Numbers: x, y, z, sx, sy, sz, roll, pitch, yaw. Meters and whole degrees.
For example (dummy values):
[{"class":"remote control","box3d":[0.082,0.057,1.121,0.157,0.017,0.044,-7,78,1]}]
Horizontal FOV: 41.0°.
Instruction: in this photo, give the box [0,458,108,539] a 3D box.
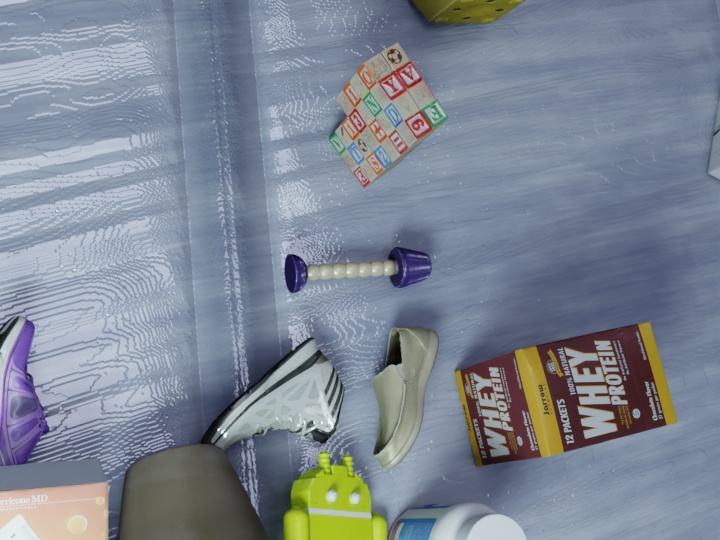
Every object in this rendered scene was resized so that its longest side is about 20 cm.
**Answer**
[{"class":"box","box3d":[-0.334,0.312,1.016,0.123,0.097,0.202,-1,94,-22]}]

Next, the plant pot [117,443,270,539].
[{"class":"plant pot","box3d":[-0.192,0.297,1.073,0.198,0.200,0.175,-7,62,-23]}]

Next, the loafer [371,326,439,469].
[{"class":"loafer","box3d":[0.046,0.160,1.257,0.068,0.076,0.201,24,59,-13]}]

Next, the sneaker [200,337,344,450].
[{"class":"sneaker","box3d":[-0.095,0.184,1.188,0.200,0.076,0.116,-40,91,-28]}]

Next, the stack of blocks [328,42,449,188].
[{"class":"stack of blocks","box3d":[0.025,-0.198,1.269,0.058,0.200,0.116,-35,90,-23]}]

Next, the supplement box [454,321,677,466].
[{"class":"supplement box","box3d":[0.263,0.166,1.269,0.198,0.197,0.134,-9,79,-23]}]

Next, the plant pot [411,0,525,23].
[{"class":"plant pot","box3d":[0.160,-0.475,1.411,0.192,0.195,0.202,-5,87,-23]}]

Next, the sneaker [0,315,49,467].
[{"class":"sneaker","box3d":[-0.391,0.152,1.091,0.083,0.080,0.202,10,81,-33]}]

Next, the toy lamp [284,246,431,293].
[{"class":"toy lamp","box3d":[0.000,0.000,1.287,0.198,0.058,0.059,-5,78,-21]}]

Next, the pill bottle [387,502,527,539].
[{"class":"pill bottle","box3d":[0.117,0.339,1.163,0.111,0.200,0.113,5,74,-20]}]

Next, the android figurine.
[{"class":"android figurine","box3d":[-0.030,0.322,1.164,0.181,0.041,0.202,23,60,-48]}]

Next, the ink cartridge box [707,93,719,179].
[{"class":"ink cartridge box","box3d":[0.670,-0.230,1.600,0.144,0.084,0.202,23,68,-14]}]
